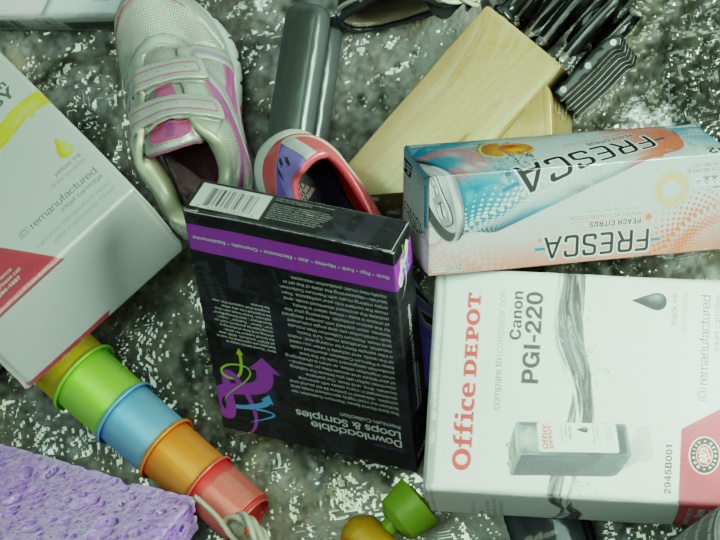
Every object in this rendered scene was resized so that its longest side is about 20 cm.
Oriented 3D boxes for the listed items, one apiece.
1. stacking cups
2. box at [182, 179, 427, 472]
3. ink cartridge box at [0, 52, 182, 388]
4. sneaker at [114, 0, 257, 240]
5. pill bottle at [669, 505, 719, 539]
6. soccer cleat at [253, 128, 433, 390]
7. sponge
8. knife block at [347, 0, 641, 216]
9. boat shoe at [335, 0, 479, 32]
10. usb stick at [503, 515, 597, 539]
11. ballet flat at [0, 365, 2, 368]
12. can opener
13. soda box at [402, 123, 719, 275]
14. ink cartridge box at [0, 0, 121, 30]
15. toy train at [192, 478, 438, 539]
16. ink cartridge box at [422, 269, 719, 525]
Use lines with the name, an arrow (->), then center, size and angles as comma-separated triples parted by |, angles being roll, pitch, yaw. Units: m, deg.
stacking cups -> -0.148, 0.111, 1.492 | 0.200, 0.061, 0.061 | 40, 93, 15
box -> -0.031, 0.038, 1.402 | 0.143, 0.200, 0.036 | 12, 45, 19
ink cartridge box -> -0.242, -0.042, 1.494 | 0.145, 0.083, 0.200 | -43, 54, -5
sneaker -> -0.118, -0.105, 1.489 | 0.081, 0.088, 0.200 | -24, 82, 12
pill bottle -> 0.209, 0.210, 1.293 | 0.200, 0.113, 0.113 | -41, 68, 36
soccer cleat -> 0.000, 0.000, 1.410 | 0.068, 0.073, 0.200 | -34, 107, -11
sponge -> -0.219, 0.170, 1.460 | 0.200, 0.112, 0.030 | 12, 126, 29
knife block -> 0.086, -0.132, 1.455 | 0.200, 0.064, 0.176 | -5, 78, 17
boat shoe -> 0.054, -0.195, 1.440 | 0.200, 0.074, 0.060 | -2, 78, 46
usb stick -> 0.105, 0.110, 1.420 | 0.055, 0.033, 0.200 | -20, 75, 12
ballet flat -> -0.343, 0.075, 1.551 | 0.200, 0.067, 0.062 | -26, 64, 11
can opener -> -0.033, -0.081, 1.489 | 0.066, 0.053, 0.200 | 0, 77, 18
soda box -> 0.129, -0.046, 1.370 | 0.200, 0.064, 0.069 | -6, 113, -13
ink cartridge box -> -0.220, -0.274, 1.586 | 0.162, 0.057, 0.200 | 1, 85, 18
toy train -> -0.001, 0.177, 1.412 | 0.116, 0.085, 0.200 | -43, 77, -6
ink cartridge box -> 0.141, 0.079, 1.364 | 0.200, 0.085, 0.146 | 2, 76, 7
